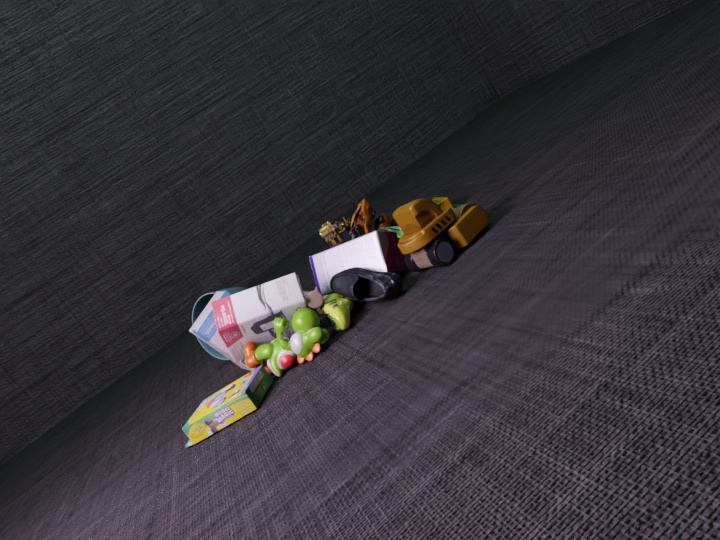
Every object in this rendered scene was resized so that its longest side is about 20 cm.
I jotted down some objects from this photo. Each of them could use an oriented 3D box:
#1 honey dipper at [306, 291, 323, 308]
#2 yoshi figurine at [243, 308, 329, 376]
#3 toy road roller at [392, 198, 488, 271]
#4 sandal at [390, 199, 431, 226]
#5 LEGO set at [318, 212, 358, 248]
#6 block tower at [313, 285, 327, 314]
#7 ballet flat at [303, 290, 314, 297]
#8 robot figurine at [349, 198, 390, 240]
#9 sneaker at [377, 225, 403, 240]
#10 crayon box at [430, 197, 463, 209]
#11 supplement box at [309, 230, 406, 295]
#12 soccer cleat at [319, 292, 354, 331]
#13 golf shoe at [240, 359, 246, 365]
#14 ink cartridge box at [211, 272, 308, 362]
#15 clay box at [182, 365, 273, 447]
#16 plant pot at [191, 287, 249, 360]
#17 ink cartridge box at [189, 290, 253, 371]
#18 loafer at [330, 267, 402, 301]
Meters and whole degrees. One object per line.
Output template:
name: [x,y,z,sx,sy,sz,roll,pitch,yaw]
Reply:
honey dipper: [-0.109,0.070,1.345,0.038,0.038,0.200,-36,1,-8]
yoshi figurine: [-0.153,0.147,1.249,0.198,0.113,0.112,-26,7,26]
toy road roller: [0.161,-0.101,1.244,0.200,0.147,0.122,-40,12,-26]
sandal: [0.123,-0.159,1.608,0.075,0.045,0.199,-42,13,-34]
LEGO set: [-0.017,-0.073,1.605,0.115,0.202,0.154,-32,-9,8]
block tower: [-0.080,0.040,1.580,0.057,0.054,0.200,-29,17,22]
ballet flat: [-0.174,0.099,1.613,0.199,0.075,0.074,-36,11,-10]
robot figurine: [0.028,-0.094,1.560,0.058,0.144,0.202,-38,30,39]
sneaker: [0.120,-0.078,1.453,0.085,0.079,0.199,-29,25,-35]
crayon box: [0.186,-0.148,1.633,0.199,0.052,0.126,-35,11,-4]
supplement box: [-0.007,-0.016,1.372,0.198,0.105,0.101,-21,-9,31]
soccer cleat: [-0.045,0.082,1.302,0.083,0.065,0.200,-33,10,-4]
golf shoe: [-0.202,0.171,1.404,0.198,0.073,0.092,-30,-7,-15]
ink cartridge box: [-0.213,0.106,1.297,0.197,0.085,0.146,-19,-36,-7]
clay box: [-0.284,0.283,1.203,0.199,0.048,0.115,-31,11,17]
plant pot: [-0.369,0.141,1.717,0.199,0.202,0.161,-28,0,31]
ink cartridge box: [-0.310,0.160,1.470,0.126,0.199,0.128,-56,18,-18]
loafer: [0.001,0.032,1.258,0.199,0.069,0.070,1,15,43]
